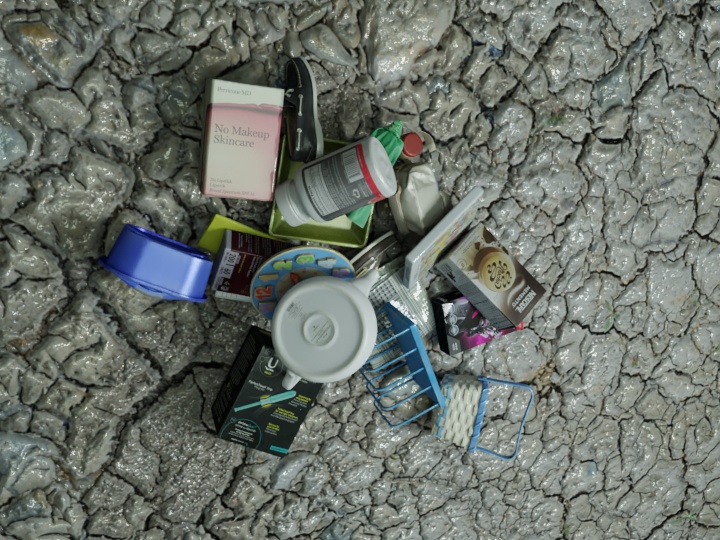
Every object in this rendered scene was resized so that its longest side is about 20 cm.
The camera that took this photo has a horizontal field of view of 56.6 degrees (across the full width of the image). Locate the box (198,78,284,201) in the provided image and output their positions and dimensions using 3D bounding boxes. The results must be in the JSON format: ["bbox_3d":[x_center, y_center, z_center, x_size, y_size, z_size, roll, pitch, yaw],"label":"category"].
[{"bbox_3d":[-0.215,-0.233,1.193,0.128,0.109,0.200,3,104,-18],"label":"box"}]

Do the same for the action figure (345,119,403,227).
[{"bbox_3d":[0.018,-0.193,1.242,0.118,0.055,0.200,37,101,10],"label":"action figure"}]

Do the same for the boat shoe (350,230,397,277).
[{"bbox_3d":[0.000,0.000,1.338,0.200,0.072,0.060,-40,86,-5],"label":"boat shoe"}]

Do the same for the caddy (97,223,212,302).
[{"bbox_3d":[-0.360,-0.003,1.192,0.200,0.141,0.105,22,94,-21],"label":"caddy"}]

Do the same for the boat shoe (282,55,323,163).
[{"bbox_3d":[-0.115,-0.290,1.203,0.060,0.074,0.200,-6,86,-28],"label":"boat shoe"}]

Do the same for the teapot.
[{"bbox_3d":[-0.059,0.106,1.195,0.200,0.146,0.198,-9,87,9],"label":"teapot"}]

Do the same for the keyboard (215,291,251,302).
[{"bbox_3d":[-0.185,0.041,1.332,0.200,0.011,0.056,10,101,-20],"label":"keyboard"}]

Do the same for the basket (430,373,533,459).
[{"bbox_3d":[0.265,0.312,1.474,0.200,0.139,0.177,16,101,10],"label":"basket"}]

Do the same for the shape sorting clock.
[{"bbox_3d":[-0.105,0.034,1.240,0.200,0.039,0.200,-6,133,-6],"label":"shape sorting clock"}]

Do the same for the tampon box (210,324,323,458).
[{"bbox_3d":[-0.182,0.237,1.324,0.150,0.126,0.200,26,95,-23],"label":"tampon box"}]

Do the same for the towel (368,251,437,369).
[{"bbox_3d":[0.060,0.086,1.412,0.192,0.035,0.200,-34,112,-7],"label":"towel"}]

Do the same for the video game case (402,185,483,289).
[{"bbox_3d":[0.160,-0.060,1.324,0.023,0.182,0.200,42,78,13],"label":"video game case"}]

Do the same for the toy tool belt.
[{"bbox_3d":[0.090,-0.167,1.312,0.125,0.123,0.200,-25,107,-25],"label":"toy tool belt"}]

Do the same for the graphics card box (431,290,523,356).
[{"bbox_3d":[0.258,0.094,1.460,0.200,0.051,0.126,-16,108,-19],"label":"graphics card box"}]

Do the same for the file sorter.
[{"bbox_3d":[0.064,0.193,1.356,0.123,0.139,0.200,-27,113,-11],"label":"file sorter"}]

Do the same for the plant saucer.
[{"bbox_3d":[-0.070,-0.155,1.295,0.200,0.048,0.200,7,102,-19],"label":"plant saucer"}]

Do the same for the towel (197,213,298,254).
[{"bbox_3d":[-0.201,-0.044,1.274,0.200,0.018,0.086,22,125,-26],"label":"towel"}]

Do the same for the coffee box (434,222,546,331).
[{"bbox_3d":[0.270,0.015,1.389,0.200,0.080,0.113,45,69,-3],"label":"coffee box"}]

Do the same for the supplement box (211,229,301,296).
[{"bbox_3d":[-0.171,0.000,1.265,0.200,0.061,0.109,12,129,-20],"label":"supplement box"}]

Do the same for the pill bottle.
[{"bbox_3d":[-0.046,-0.150,1.178,0.200,0.111,0.111,-20,113,19],"label":"pill bottle"}]
